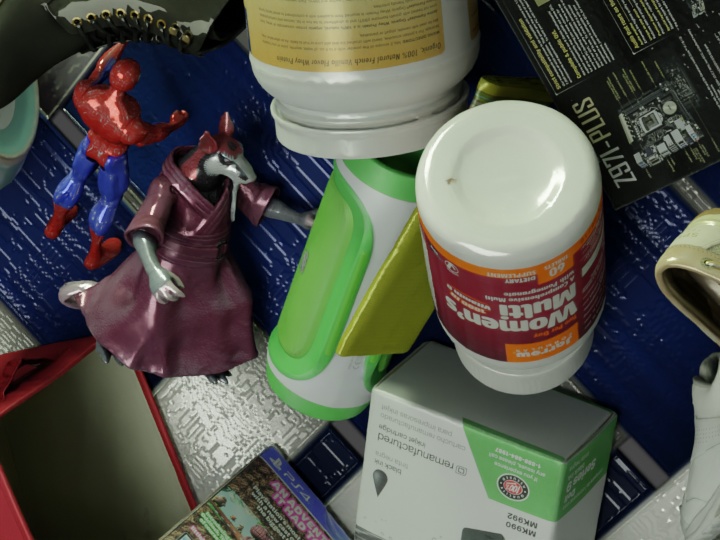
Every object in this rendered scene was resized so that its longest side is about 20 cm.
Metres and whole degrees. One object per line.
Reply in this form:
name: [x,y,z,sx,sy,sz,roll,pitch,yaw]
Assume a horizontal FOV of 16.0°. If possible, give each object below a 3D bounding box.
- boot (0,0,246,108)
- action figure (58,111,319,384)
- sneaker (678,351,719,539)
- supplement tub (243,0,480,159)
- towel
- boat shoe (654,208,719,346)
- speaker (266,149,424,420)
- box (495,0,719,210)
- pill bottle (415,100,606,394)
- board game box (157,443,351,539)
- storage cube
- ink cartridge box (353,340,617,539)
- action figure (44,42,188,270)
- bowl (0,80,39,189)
boot: [-0.158,-0.155,1.630,0.138,0.077,0.200,40,90,26]
action figure: [-0.111,-0.025,1.738,0.149,0.133,0.201,45,133,43]
sneaker: [0.236,0.103,1.580,0.200,0.077,0.100,105,153,-58]
supplement tub: [-0.002,-0.181,1.552,0.144,0.144,0.201,7,115,28]
towel: [0.051,-0.034,1.594,0.018,0.086,0.201,38,109,27]
boat shoe: [0.251,0.051,1.450,0.200,0.065,0.072,43,135,6]
speaker: [0.000,0.000,1.673,0.088,0.088,0.201,31,124,15]
box: [0.178,-0.162,1.488,0.163,0.086,0.201,-27,96,37]
pill bottle: [0.094,-0.008,1.549,0.109,0.110,0.200,25,157,19]
board game box: [-0.086,0.245,1.767,0.160,0.200,0.097,50,128,2]
storage cube: [-0.250,0.164,1.849,0.179,0.171,0.201,-13,106,36]
ink cartridge box: [0.077,0.170,1.706,0.145,0.084,0.201,20,121,23]
action figure: [-0.160,-0.095,1.748,0.065,0.099,0.200,36,148,8]
bowl: [-0.289,-0.122,1.734,0.105,0.201,0.202,-9,108,21]
